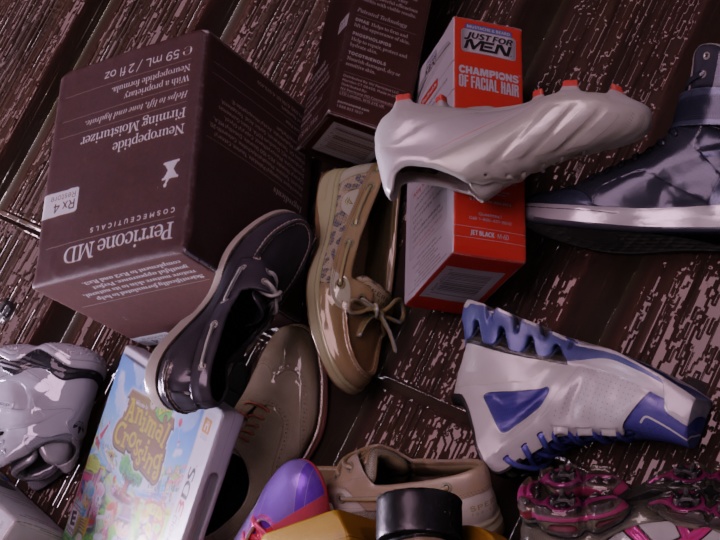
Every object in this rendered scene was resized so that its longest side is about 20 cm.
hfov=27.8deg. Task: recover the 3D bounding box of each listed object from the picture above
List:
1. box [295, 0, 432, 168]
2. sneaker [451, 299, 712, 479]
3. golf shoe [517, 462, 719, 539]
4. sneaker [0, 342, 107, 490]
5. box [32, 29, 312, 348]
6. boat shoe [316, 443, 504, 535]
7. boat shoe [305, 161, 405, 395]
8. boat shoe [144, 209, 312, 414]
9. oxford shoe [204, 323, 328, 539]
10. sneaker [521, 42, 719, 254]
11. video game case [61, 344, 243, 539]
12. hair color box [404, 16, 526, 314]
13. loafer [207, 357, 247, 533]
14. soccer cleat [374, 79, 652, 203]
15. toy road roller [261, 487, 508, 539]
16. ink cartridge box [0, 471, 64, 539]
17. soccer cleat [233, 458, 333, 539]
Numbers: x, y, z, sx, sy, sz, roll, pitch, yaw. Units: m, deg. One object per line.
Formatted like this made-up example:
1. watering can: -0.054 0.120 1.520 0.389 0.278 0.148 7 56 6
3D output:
1. box: 0.009 -0.196 1.227 0.100 0.074 0.202 141 145 -66
2. sneaker: 0.146 0.105 1.043 0.198 0.080 0.116 20 91 31
3. golf shoe: 0.207 0.182 0.981 0.198 0.073 0.093 -1 112 16
4. sneaker: -0.321 0.131 1.294 0.198 0.075 0.116 -6 63 24
5. box: -0.152 -0.062 1.223 0.164 0.164 0.202 -12 63 30
6. boat shoe: 0.015 0.158 1.071 0.198 0.072 0.066 2 110 39
7. boat shoe: 0.000 0.000 1.170 0.062 0.073 0.202 -15 61 26
8. boat shoe: -0.083 0.031 1.104 0.062 0.073 0.201 5 45 38
9. oxford shoe: -0.079 0.132 1.154 0.070 0.074 0.202 3 70 31
10. sneaker: 0.220 -0.089 1.073 0.200 0.077 0.148 1 77 23
11. video game case: -0.171 0.170 1.152 0.199 0.022 0.184 22 94 57
12. hair color box: 0.081 -0.080 1.133 0.063 0.111 0.202 8 66 -15
13. loafer: -0.143 0.150 1.190 0.062 0.072 0.202 -5 68 34
14. soccer cleat: 0.109 -0.086 1.036 0.198 0.069 0.078 -3 71 9
15. toy road roller: 0.028 0.235 0.975 0.199 0.145 0.124 -23 55 37
16. ink cartridge box: -0.368 0.237 1.269 0.199 0.086 0.148 30 85 35
17. soccer cleat: -0.083 0.225 1.071 0.067 0.076 0.201 46 123 32
